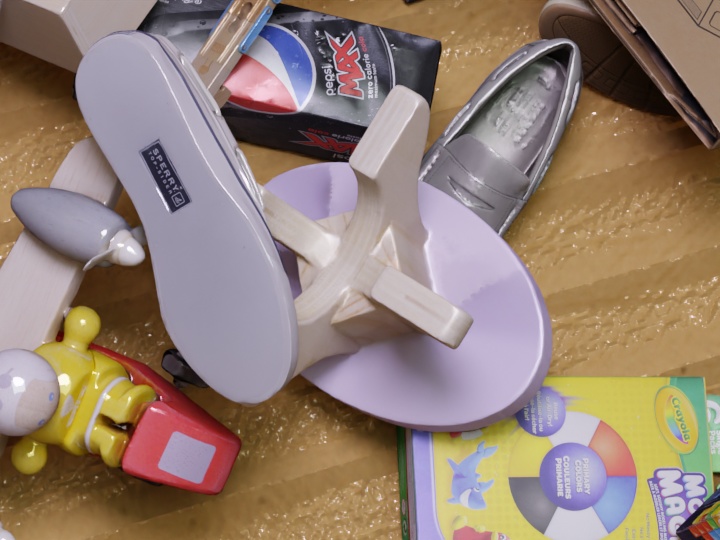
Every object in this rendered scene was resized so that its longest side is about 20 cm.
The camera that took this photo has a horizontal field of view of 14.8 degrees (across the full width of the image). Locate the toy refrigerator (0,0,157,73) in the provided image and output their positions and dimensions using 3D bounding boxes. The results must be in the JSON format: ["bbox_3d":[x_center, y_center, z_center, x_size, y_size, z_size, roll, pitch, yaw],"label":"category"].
[{"bbox_3d":[-0.208,-0.178,1.516,0.199,0.070,0.076,22,67,28],"label":"toy refrigerator"}]

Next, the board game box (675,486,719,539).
[{"bbox_3d":[0.297,0.144,1.538,0.200,0.057,0.166,-39,92,-28],"label":"board game box"}]

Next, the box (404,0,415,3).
[{"bbox_3d":[0.113,-0.258,1.583,0.199,0.182,0.105,-17,77,-16],"label":"box"}]

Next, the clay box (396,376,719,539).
[{"bbox_3d":[0.122,0.118,1.540,0.199,0.048,0.116,0,74,-10],"label":"clay box"}]

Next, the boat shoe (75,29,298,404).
[{"bbox_3d":[-0.081,-0.030,1.417,0.072,0.066,0.201,-30,87,24],"label":"boat shoe"}]

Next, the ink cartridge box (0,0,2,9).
[{"bbox_3d":[-0.313,-0.124,1.477,0.200,0.147,0.145,34,70,0],"label":"ink cartridge box"}]

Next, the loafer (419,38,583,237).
[{"bbox_3d":[0.063,-0.052,1.568,0.070,0.070,0.201,32,70,0],"label":"loafer"}]

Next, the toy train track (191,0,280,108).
[{"bbox_3d":[-0.035,-0.165,1.522,0.114,0.033,0.200,24,75,41],"label":"toy train track"}]

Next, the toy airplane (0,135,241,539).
[{"bbox_3d":[-0.181,0.050,1.451,0.198,0.141,0.201,-19,93,6],"label":"toy airplane"}]

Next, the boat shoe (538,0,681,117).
[{"bbox_3d":[0.200,-0.130,1.623,0.199,0.072,0.065,18,62,-8],"label":"boat shoe"}]

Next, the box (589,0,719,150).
[{"bbox_3d":[0.223,-0.151,1.588,0.199,0.021,0.164,-15,60,-40],"label":"box"}]

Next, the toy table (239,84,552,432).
[{"bbox_3d":[0.000,0.000,1.479,0.199,0.117,0.185,18,83,24],"label":"toy table"}]

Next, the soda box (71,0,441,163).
[{"bbox_3d":[-0.059,-0.113,1.563,0.199,0.071,0.064,12,72,-6],"label":"soda box"}]
